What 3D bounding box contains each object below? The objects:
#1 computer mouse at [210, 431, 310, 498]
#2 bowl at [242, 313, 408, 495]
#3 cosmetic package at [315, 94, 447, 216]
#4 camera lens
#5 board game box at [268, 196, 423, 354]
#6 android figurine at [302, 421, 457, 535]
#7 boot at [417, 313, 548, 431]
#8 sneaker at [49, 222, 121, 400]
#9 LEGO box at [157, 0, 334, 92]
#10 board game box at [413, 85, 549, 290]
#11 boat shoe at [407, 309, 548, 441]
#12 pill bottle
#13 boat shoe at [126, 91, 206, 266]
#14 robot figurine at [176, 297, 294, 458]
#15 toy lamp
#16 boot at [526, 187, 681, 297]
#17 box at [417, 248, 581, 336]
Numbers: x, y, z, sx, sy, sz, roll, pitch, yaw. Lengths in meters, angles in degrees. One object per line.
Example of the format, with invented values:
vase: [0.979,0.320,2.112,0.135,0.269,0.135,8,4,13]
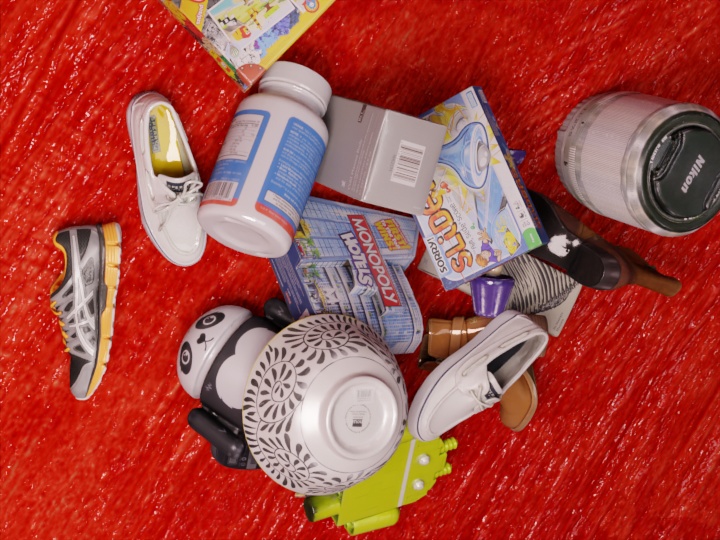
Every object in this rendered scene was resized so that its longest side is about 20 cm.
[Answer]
computer mouse: [-0.086,0.224,1.770,0.197,0.046,0.142,-2,130,-11]
bowl: [-0.018,0.152,1.560,0.199,0.094,0.203,-3,96,-29]
cosmetic package: [0.010,-0.135,1.640,0.089,0.200,0.108,12,95,-28]
camera lens: [0.352,-0.136,1.798,0.158,0.200,0.162,-6,105,-23]
board game box: [0.000,0.000,1.696,0.198,0.201,0.062,-3,146,-35]
android figurine: [0.028,0.248,1.770,0.198,0.041,0.183,-11,133,-25]
boot: [0.149,0.130,1.837,0.153,0.077,0.201,-1,139,-5]
sneaker: [-0.310,0.043,1.610,0.076,0.078,0.203,5,97,-12]
LEGO box: [-0.106,-0.320,1.585,0.149,0.077,0.200,45,82,-8]
board game box: [0.121,-0.096,1.704,0.134,0.034,0.202,-27,83,25]
boat shoe: [0.141,0.132,1.712,0.200,0.066,0.072,-40,128,-16]
pill bottle: [-0.099,-0.126,1.617,0.112,0.112,0.202,31,68,-28]
boat shoe: [-0.205,-0.096,1.611,0.074,0.086,0.204,-15,108,-21]
robot figurine: [-0.115,0.124,1.653,0.150,0.199,0.126,-42,160,-50]
toy lamp: [0.163,-0.045,1.739,0.058,0.058,0.203,3,97,-25]
boot: [0.299,-0.037,1.853,0.199,0.188,0.069,4,115,-50]
box: [0.177,0.007,1.825,0.199,0.068,0.083,25,91,-28]
